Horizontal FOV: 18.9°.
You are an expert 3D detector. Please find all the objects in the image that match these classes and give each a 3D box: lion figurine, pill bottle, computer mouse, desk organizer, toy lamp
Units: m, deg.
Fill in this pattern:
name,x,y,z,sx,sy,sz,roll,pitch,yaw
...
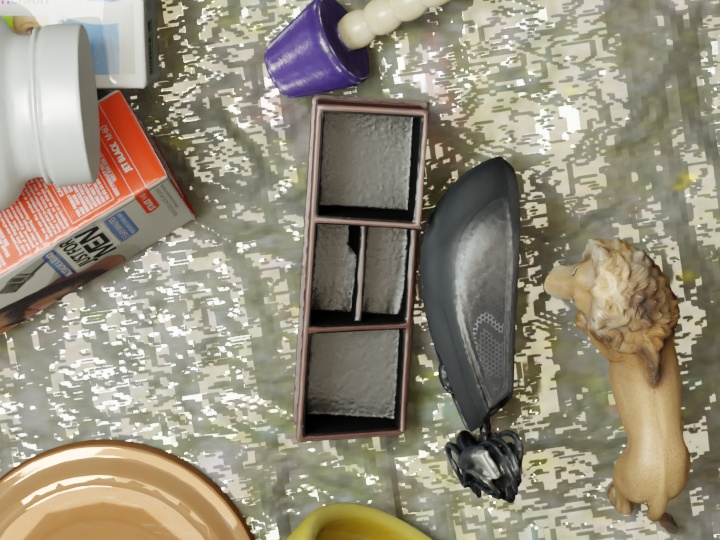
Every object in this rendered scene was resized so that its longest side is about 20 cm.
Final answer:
name,x,y,z,sx,sy,sz,roll,pitch,yaw
lion figurine,0.165,0.073,1.268,0.072,0.123,0.202,-19,97,1
pill bottle,-0.241,-0.082,1.146,0.198,0.112,0.113,-4,97,-1
computer mouse,0.061,0.033,1.266,0.052,0.138,0.202,1,87,-5
desk organizer,0.000,0.000,1.278,0.071,0.077,0.202,3,97,-2
toy lamp,0.033,-0.156,1.245,0.199,0.058,0.059,-24,97,26

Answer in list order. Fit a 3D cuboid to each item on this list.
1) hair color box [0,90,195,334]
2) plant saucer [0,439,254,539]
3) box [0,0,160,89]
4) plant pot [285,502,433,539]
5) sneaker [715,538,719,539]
name,x,y,z,sx,sy,sz,roll,pitch,yaw
hair color box,-0.200,-0.015,1.244,0.199,0.111,0.064,-30,79,-1
plant saucer,-0.156,0.205,1.321,0.198,0.032,0.203,0,96,-2
box,-0.219,-0.160,1.242,0.198,0.101,0.114,-2,98,-1
plant pot,-0.013,0.271,1.262,0.200,0.201,0.189,40,110,-5
sneaker,0.242,0.204,1.285,0.199,0.121,0.084,-37,96,3
